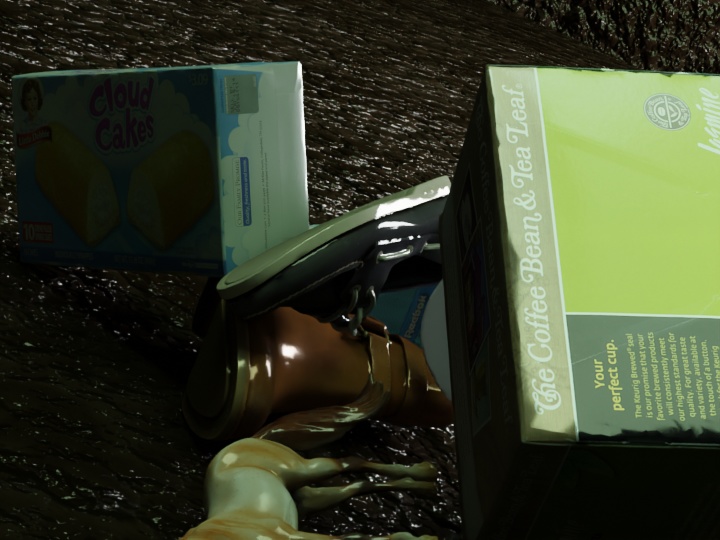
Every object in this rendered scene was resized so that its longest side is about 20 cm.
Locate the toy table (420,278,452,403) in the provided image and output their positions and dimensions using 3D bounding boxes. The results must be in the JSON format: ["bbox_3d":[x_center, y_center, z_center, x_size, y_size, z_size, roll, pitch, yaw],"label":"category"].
[{"bbox_3d":[0.145,0.045,1.088,0.199,0.185,0.117,20,7,19],"label":"toy table"}]

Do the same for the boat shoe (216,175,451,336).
[{"bbox_3d":[0.000,0.000,1.051,0.072,0.063,0.200,-21,3,36],"label":"boat shoe"}]

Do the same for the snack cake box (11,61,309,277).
[{"bbox_3d":[-0.119,-0.060,1.127,0.067,0.116,0.200,-9,9,-42],"label":"snack cake box"}]

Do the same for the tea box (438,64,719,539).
[{"bbox_3d":[0.146,0.024,0.910,0.196,0.134,0.201,3,57,-8],"label":"tea box"}]

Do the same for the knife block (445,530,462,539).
[{"bbox_3d":[0.144,0.158,0.952,0.175,0.064,0.200,2,24,-47],"label":"knife block"}]

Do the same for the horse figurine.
[{"bbox_3d":[-0.030,0.112,0.892,0.132,0.050,0.200,3,24,2],"label":"horse figurine"}]

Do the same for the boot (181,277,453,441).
[{"bbox_3d":[-0.014,0.058,1.081,0.154,0.074,0.200,22,18,-10],"label":"boot"}]

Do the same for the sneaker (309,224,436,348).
[{"bbox_3d":[0.007,0.000,1.293,0.200,0.080,0.131,21,14,-36],"label":"sneaker"}]
